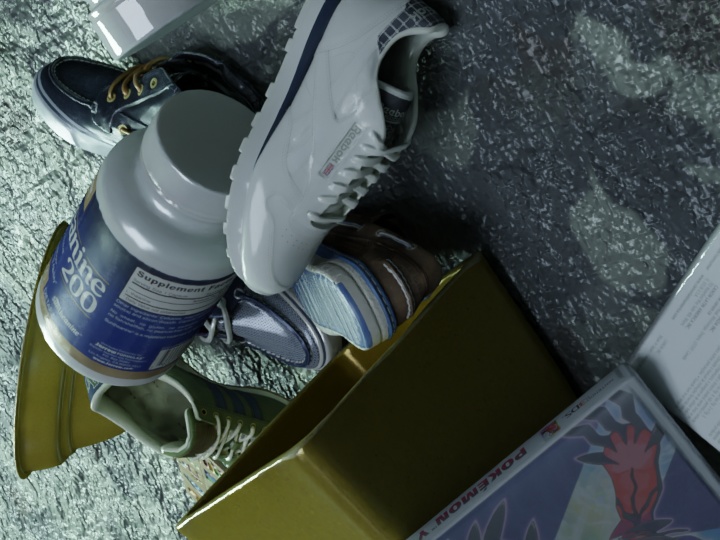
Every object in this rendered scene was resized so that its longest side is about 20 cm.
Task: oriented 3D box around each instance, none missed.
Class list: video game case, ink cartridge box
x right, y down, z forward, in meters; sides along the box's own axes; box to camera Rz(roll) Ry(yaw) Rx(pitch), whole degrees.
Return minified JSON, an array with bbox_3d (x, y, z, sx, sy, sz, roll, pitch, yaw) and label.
[{"bbox_3d":[0.138,0.180,1.038,0.200,0.182,0.023,49,-175,-22],"label":"video game case"},{"bbox_3d":[0.251,0.062,0.955,0.199,0.057,0.163,37,142,10],"label":"ink cartridge box"}]

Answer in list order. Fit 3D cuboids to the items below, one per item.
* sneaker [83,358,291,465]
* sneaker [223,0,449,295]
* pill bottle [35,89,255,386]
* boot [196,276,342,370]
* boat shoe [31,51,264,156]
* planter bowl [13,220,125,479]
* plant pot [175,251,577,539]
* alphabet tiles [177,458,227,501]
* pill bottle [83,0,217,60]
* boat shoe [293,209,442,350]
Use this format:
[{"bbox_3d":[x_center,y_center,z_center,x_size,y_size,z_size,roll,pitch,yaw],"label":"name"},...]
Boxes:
[{"bbox_3d":[-0.113,0.114,1.306,0.199,0.090,0.067,29,110,-9],"label":"sneaker"},{"bbox_3d":[-0.016,-0.072,1.065,0.080,0.076,0.202,26,106,23],"label":"sneaker"},{"bbox_3d":[-0.130,-0.022,1.167,0.111,0.111,0.200,47,135,9],"label":"pill bottle"},{"bbox_3d":[-0.112,0.031,1.300,0.199,0.090,0.073,29,137,32],"label":"boot"},{"bbox_3d":[-0.142,-0.119,1.237,0.199,0.071,0.092,29,137,21],"label":"boat shoe"},{"bbox_3d":[-0.207,0.068,1.409,0.082,0.202,0.202,9,135,-1],"label":"planter bowl"},{"bbox_3d":[0.042,0.148,1.147,0.200,0.196,0.194,47,145,-4],"label":"plant pot"},{"bbox_3d":[-0.085,0.206,1.433,0.166,0.006,0.201,40,160,19],"label":"alphabet tiles"},{"bbox_3d":[-0.164,-0.241,1.118,0.114,0.114,0.201,-21,102,54],"label":"pill bottle"},{"bbox_3d":[0.000,0.000,1.155,0.073,0.072,0.200,67,169,-21],"label":"boat shoe"}]
